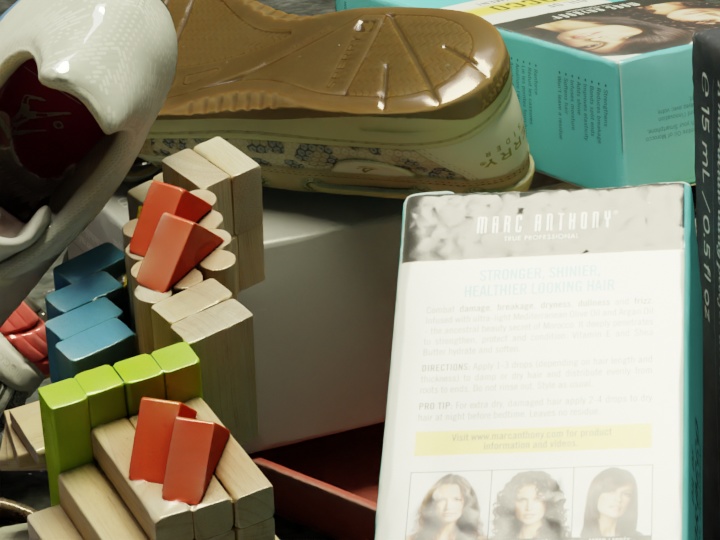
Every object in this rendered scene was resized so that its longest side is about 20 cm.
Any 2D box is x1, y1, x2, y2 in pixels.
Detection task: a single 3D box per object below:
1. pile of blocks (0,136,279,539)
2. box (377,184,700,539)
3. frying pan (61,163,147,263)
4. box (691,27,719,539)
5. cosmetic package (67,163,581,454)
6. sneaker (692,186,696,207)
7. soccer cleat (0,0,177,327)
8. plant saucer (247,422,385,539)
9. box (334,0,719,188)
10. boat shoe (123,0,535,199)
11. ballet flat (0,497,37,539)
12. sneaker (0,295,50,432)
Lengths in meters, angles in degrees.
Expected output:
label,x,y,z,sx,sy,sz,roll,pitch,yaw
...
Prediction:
label,x,y,z,sx,sy,sz,roll,pitch,yaw
pile of blocks,-0.067,0.017,0.724,0.082,0.062,0.200,-3,35,-3
box,0.049,0.071,0.656,0.082,0.049,0.200,-2,54,12
frying pan,-0.111,0.004,1.072,0.031,0.190,0.115,18,60,-10
box,0.180,0.039,0.679,0.117,0.197,0.200,-8,19,-12
cosmetic package,0.000,0.000,0.899,0.200,0.090,0.107,-10,23,-26
sneaker,0.171,0.003,0.973,0.075,0.082,0.200,-17,22,-35
soccer cleat,-0.130,-0.016,0.786,0.070,0.200,0.086,32,33,-13
plant saucer,0.049,0.060,0.900,0.200,0.037,0.200,-19,24,-37
box,0.072,-0.075,0.893,0.082,0.049,0.200,-13,19,-26
boat shoe,-0.035,-0.054,0.864,0.200,0.063,0.073,9,50,33
ballet flat,-0.077,0.115,0.706,0.068,0.067,0.200,-16,22,-32
sneaker,-0.192,0.037,0.941,0.200,0.078,0.082,-3,45,56
